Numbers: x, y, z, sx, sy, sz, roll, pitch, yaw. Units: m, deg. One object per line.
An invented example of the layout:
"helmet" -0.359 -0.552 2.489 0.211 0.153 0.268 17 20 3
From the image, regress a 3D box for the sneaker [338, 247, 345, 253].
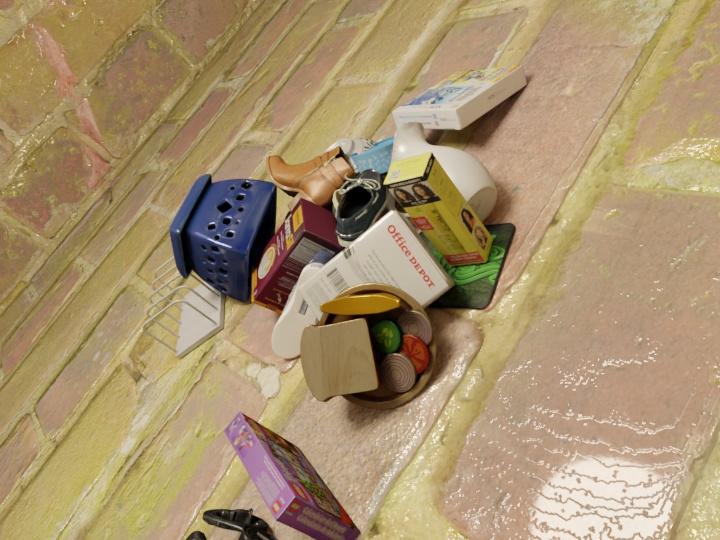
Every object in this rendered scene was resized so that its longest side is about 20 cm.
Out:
"sneaker" 0.000 0.000 1.023 0.083 0.071 0.200 -31 35 30

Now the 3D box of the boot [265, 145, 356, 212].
"boot" -0.105 -0.209 1.184 0.155 0.077 0.200 -41 51 12

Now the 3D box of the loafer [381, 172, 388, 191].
"loafer" 0.086 -0.169 1.106 0.199 0.068 0.076 -15 15 15

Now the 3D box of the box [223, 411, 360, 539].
"box" -0.098 0.286 0.790 0.039 0.137 0.200 -50 36 -6

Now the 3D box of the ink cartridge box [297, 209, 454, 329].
"ink cartridge box" 0.026 0.025 0.899 0.200 0.084 0.146 -38 80 13

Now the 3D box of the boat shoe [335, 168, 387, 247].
"boat shoe" -0.001 -0.123 0.987 0.074 0.062 0.200 5 43 20

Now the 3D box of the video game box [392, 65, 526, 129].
"video game box" 0.191 -0.338 1.127 0.200 0.047 0.182 -37 33 -25

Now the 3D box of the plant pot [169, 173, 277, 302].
"plant pot" -0.295 -0.079 1.237 0.179 0.200 0.201 16 56 1

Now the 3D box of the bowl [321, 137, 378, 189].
"bowl" -0.027 -0.224 1.250 0.200 0.094 0.201 -26 41 25

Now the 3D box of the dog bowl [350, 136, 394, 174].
"dog bowl" 0.061 -0.232 1.134 0.111 0.050 0.200 -9 17 34

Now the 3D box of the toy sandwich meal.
"toy sandwich meal" 0.008 0.112 0.825 0.204 0.070 0.207 1 93 18

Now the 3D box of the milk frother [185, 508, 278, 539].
"milk frother" -0.179 0.430 0.759 0.189 0.180 0.200 -55 -6 -14

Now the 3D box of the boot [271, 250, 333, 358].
"boot" -0.097 0.063 1.044 0.201 0.072 0.090 -62 2 24

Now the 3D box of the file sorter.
"file sorter" -0.405 0.066 1.325 0.138 0.125 0.201 -33 37 16

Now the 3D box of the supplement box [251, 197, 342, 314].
"supplement box" -0.129 -0.024 1.116 0.200 0.085 0.111 -50 31 28

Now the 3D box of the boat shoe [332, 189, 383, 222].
"boat shoe" 0.000 -0.098 1.056 0.071 0.063 0.200 -25 29 -12

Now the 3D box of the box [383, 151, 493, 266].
"box" 0.121 -0.086 0.864 0.075 0.200 0.050 -6 51 40

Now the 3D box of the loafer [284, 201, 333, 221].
"loafer" -0.094 -0.101 1.226 0.200 0.068 0.071 -5 63 46

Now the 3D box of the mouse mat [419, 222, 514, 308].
"mouse mat" 0.145 -0.008 0.941 0.199 0.008 0.162 -1 55 44

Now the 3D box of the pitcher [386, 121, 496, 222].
"pitcher" 0.126 -0.136 0.987 0.200 0.121 0.172 45 130 36
